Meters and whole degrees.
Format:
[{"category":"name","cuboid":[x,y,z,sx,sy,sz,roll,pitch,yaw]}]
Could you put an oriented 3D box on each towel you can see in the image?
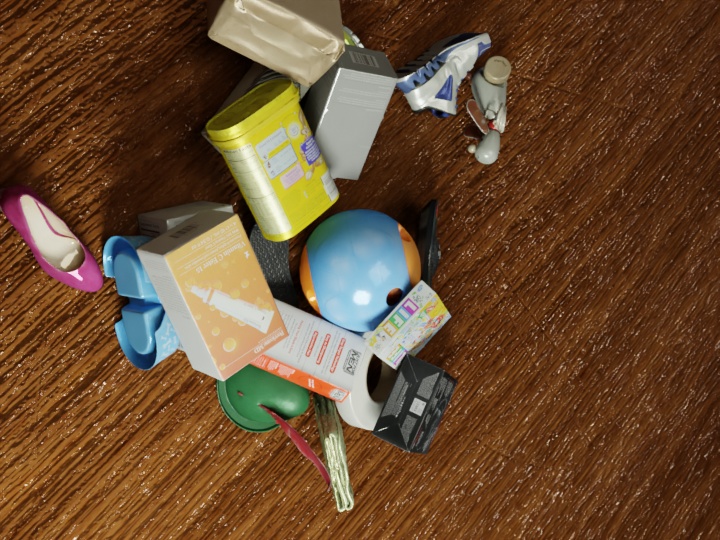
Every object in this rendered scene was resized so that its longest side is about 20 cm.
[{"category":"towel","cuboid":[-0.043,0.296,1.563,0.036,0.200,0.149,-11,105,-6]}]

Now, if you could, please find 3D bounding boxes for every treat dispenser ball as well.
[{"category":"treat dispenser ball","cuboid":[0.000,0.000,1.542,0.200,0.200,0.203,-6,100,-35]}]

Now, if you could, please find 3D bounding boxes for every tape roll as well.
[{"category":"tape roll","cuboid":[0.024,0.177,1.647,0.202,0.037,0.204,-14,108,-54]}]

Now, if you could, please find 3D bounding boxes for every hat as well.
[{"category":"hat","cuboid":[-0.109,0.205,1.503,0.200,0.176,0.166,47,71,-31]}]

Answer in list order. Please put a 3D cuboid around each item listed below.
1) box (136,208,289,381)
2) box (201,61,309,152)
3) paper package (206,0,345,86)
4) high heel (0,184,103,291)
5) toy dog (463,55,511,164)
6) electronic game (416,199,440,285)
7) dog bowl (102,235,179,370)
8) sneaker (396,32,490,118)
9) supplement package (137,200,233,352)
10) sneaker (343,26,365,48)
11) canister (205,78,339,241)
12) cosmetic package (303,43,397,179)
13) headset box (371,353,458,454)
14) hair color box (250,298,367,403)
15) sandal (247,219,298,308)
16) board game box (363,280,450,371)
[{"category":"box","cuboid":[-0.206,0.032,1.323,0.124,0.097,0.201,-34,115,-28]},{"category":"box","cuboid":[-0.154,-0.265,1.476,0.082,0.068,0.201,43,71,-33]},{"category":"paper package","cuboid":[-0.128,-0.401,1.386,0.190,0.103,0.201,21,45,-31]},{"category":"high heel","cuboid":[-0.416,-0.040,1.296,0.067,0.096,0.201,-45,119,-23]},{"category":"toy dog","cuboid":[0.217,-0.303,1.724,0.132,0.096,0.201,92,8,-53]},{"category":"electronic game","cuboid":[0.120,-0.025,1.656,0.041,0.200,0.202,5,94,6]},{"category":"dog bowl","cuboid":[-0.317,0.042,1.374,0.049,0.111,0.202,-20,108,-42]},{"category":"sneaker","cuboid":[0.151,-0.341,1.692,0.199,0.080,0.116,-35,119,-20]},{"category":"supplement package","cuboid":[-0.249,0.005,1.417,0.113,0.109,0.202,-15,105,-34]},{"category":"sneaker","cuboid":[-0.031,-0.315,1.555,0.090,0.078,0.201,-36,116,-25]},{"category":"canister","cuboid":[-0.127,-0.163,1.417,0.148,0.086,0.201,-41,123,-26]},{"category":"cosmetic package","cuboid":[-0.029,-0.249,1.494,0.106,0.091,0.201,6,132,-26]},{"category":"headset box","cuboid":[0.101,0.238,1.647,0.150,0.077,0.200,-65,164,-5]},{"category":"hair color box","cuboid":[-0.097,0.123,1.504,0.199,0.061,0.102,24,60,-5]},{"category":"sandal","cuboid":[-0.150,-0.006,1.537,0.075,0.045,0.201,-26,125,-25]},{"category":"board game box","cuboid":[0.081,0.096,1.545,0.135,0.034,0.200,-47,162,-1]}]
